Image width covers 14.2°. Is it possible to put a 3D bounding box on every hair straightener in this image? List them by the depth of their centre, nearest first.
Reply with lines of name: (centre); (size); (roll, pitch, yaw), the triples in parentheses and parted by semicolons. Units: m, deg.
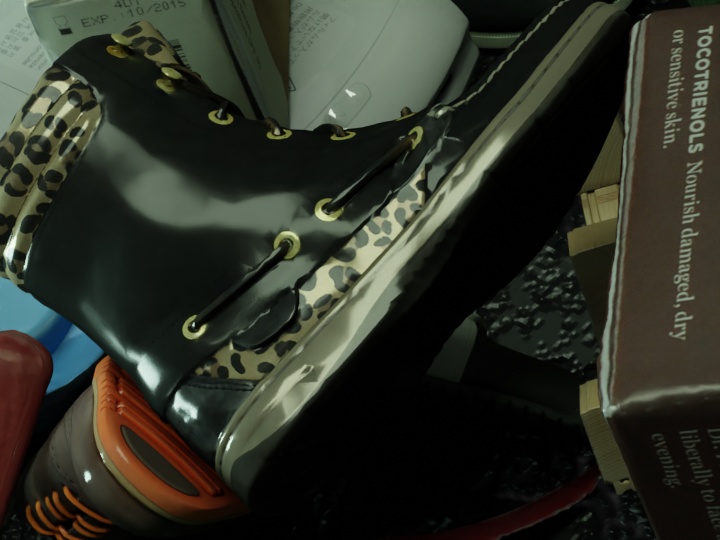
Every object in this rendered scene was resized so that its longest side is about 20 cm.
hair straightener: (-0.148, 0.118, 1.007); (0.041, 0.077, 0.201); (13, 86, -9)

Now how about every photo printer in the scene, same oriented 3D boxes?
photo printer: (-0.063, -0.068, 1.149); (0.200, 0.070, 0.166); (24, 63, 36)

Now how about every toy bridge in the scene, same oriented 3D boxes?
toy bridge: (0.092, 0.013, 1.011); (0.027, 0.067, 0.200); (-16, 31, 10)

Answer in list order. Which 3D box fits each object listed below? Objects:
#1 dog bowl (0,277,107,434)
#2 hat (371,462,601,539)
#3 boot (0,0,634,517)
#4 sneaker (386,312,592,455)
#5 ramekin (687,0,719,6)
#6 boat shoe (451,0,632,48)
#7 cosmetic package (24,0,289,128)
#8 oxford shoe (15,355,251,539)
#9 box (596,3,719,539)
dog bowl: (-0.170, -0.013, 1.092); (0.111, 0.050, 0.200); (-39, 67, -23)
hat: (-0.051, 0.110, 0.959); (0.166, 0.200, 0.176); (-44, 19, 34)
boot: (-0.021, -0.036, 0.928); (0.150, 0.073, 0.200); (34, 77, 24)
sneaker: (0.000, 0.000, 1.010); (0.200, 0.074, 0.089); (22, 73, 7)
ramekin: (0.196, -0.168, 1.106); (0.199, 0.098, 0.200); (-12, 47, 13)
boat shoe: (0.023, -0.148, 1.184); (0.199, 0.066, 0.075); (25, 65, 37)
cosmetic package: (-0.072, -0.140, 1.097); (0.071, 0.105, 0.200); (-10, 49, 11)
oxford shoe: (-0.079, 0.073, 0.985); (0.071, 0.200, 0.073); (43, 91, -2)
box: (0.192, 0.020, 0.895); (0.199, 0.166, 0.165); (-6, 47, 18)
